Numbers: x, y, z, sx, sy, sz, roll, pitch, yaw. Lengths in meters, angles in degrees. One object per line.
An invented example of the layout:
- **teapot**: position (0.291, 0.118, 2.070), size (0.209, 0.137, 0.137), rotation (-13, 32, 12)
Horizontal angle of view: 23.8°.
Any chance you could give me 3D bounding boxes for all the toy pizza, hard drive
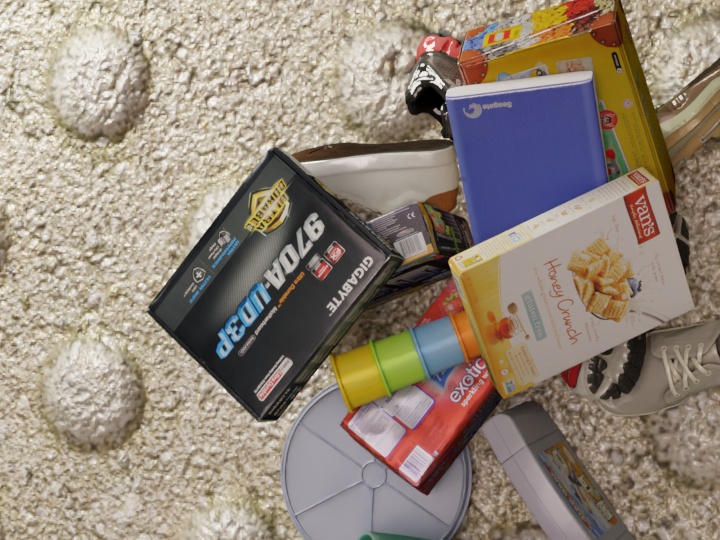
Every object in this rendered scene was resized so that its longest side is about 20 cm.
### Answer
- **toy pizza**: position (0.017, 0.205, 1.726), size (0.198, 0.032, 0.202), rotation (-1, 88, 14)
- **hard drive**: position (0.159, -0.077, 1.550), size (0.131, 0.025, 0.201), rotation (-6, 119, 14)

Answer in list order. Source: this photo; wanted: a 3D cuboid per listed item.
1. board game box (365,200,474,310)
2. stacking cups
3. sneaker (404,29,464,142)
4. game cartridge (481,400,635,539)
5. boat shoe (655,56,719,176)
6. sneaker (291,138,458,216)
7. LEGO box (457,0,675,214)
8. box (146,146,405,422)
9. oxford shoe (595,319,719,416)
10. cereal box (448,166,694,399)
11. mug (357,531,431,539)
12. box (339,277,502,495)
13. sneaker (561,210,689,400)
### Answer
- **board game box**: position (0.000, 0.000, 1.664), size (0.199, 0.165, 0.057), rotation (-22, 81, 16)
- **stacking cups**: position (0.074, 0.074, 1.585), size (0.198, 0.061, 0.061), rotation (-18, 84, 2)
- **sneaker**: position (0.129, -0.157, 1.660), size (0.199, 0.071, 0.098), rotation (24, 63, 18)
- **game cartridge**: position (0.194, 0.216, 1.619), size (0.041, 0.133, 0.201), rotation (-37, 80, 13)
- **boat shoe**: position (0.338, -0.149, 1.617), size (0.200, 0.072, 0.076), rotation (-39, 92, 25)
- **sneaker**: position (0.004, -0.082, 1.713), size (0.198, 0.073, 0.085), rotation (1, 111, 28)
- **LEGO box**: position (0.192, -0.135, 1.570), size (0.148, 0.077, 0.201), rotation (-13, 117, 18)
- **box**: position (-0.080, 0.013, 1.578), size (0.159, 0.046, 0.200), rotation (42, 100, 17)
- **oxford shoe**: position (0.312, 0.087, 1.623), size (0.199, 0.058, 0.076), rotation (-19, 88, 19)
- **cereal box**: position (0.191, 0.012, 1.536), size (0.199, 0.040, 0.145), rotation (-25, 120, -5)
- **mug**: position (0.047, 0.329, 1.649), size (0.113, 0.185, 0.153), rotation (10, 101, -12)
- **box**: position (0.082, 0.107, 1.653), size (0.099, 0.096, 0.201), rotation (37, 85, 14)
- **sneaker**: position (0.244, 0.026, 1.638), size (0.077, 0.085, 0.201), rotation (31, 82, -25)
